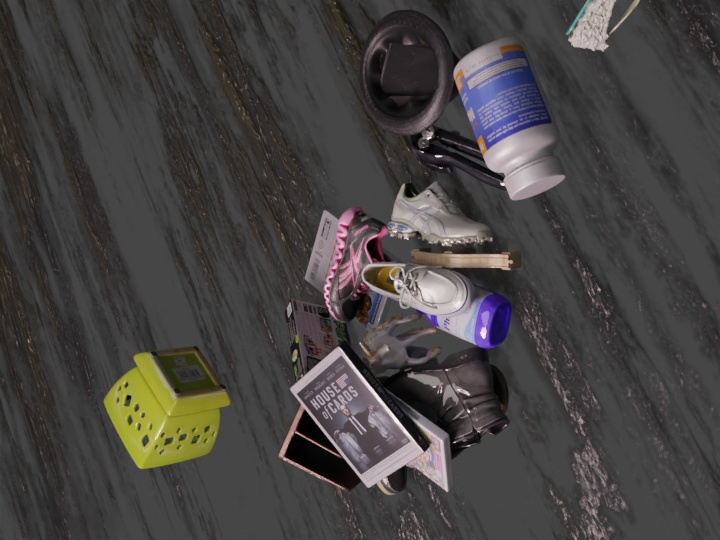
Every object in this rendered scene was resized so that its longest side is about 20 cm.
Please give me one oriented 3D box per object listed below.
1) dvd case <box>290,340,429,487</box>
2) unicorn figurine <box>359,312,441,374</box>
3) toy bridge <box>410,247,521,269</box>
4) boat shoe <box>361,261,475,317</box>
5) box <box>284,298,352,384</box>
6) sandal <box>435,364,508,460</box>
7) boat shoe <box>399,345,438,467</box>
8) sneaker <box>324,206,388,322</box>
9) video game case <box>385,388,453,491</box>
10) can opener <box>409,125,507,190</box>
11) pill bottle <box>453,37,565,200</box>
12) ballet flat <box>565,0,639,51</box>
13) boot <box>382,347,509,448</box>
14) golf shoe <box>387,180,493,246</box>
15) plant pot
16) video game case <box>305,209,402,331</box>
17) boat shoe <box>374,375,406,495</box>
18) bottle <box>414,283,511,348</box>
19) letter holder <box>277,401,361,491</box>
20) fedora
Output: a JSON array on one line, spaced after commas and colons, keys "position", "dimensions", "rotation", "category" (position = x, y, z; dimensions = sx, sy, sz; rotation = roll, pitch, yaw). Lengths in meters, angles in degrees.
[{"position": [-0.005, 0.221, 1.243], "dimensions": [0.201, 0.025, 0.150], "rotation": [50, 131, 2], "category": "dvd case"}, {"position": [0.053, 0.121, 1.293], "dimensions": [0.200, 0.135, 0.075], "rotation": [170, 81, -79], "category": "unicorn figurine"}, {"position": [0.153, -0.018, 1.256], "dimensions": [0.198, 0.066, 0.028], "rotation": [4, 98, 45], "category": "toy bridge"}, {"position": [0.076, 0.019, 1.238], "dimensions": [0.200, 0.085, 0.076], "rotation": [18, 94, 45], "category": "boat shoe"}, {"position": [-0.067, 0.138, 1.415], "dimensions": [0.035, 0.108, 0.202], "rotation": [-59, 29, 32], "category": "box"}, {"position": [0.158, 0.234, 1.284], "dimensions": [0.200, 0.054, 0.082], "rotation": [-48, 67, 24], "category": "sandal"}, {"position": [0.094, 0.224, 1.363], "dimensions": [0.062, 0.071, 0.205], "rotation": [-158, 72, -65], "category": "boat shoe"}, {"position": [0.000, 0.000, 1.370], "dimensions": [0.094, 0.079, 0.204], "rotation": [20, 112, 28], "category": "sneaker"}, {"position": [0.062, 0.247, 1.274], "dimensions": [0.199, 0.018, 0.145], "rotation": [32, 148, 34], "category": "video game case"}, {"position": [0.156, -0.176, 1.240], "dimensions": [0.198, 0.078, 0.064], "rotation": [23, 89, 34], "category": "can opener"}, {"position": [0.211, -0.207, 1.136], "dimensions": [0.111, 0.111, 0.204], "rotation": [-28, 76, 43], "category": "pill bottle"}, {"position": [0.334, -0.372, 1.035], "dimensions": [0.072, 0.071, 0.202], "rotation": [46, 127, 30], "category": "ballet flat"}, {"position": [0.120, 0.209, 1.241], "dimensions": [0.198, 0.069, 0.134], "rotation": [-25, 62, 27], "category": "boot"}, {"position": [0.123, -0.090, 1.274], "dimensions": [0.198, 0.077, 0.099], "rotation": [13, 100, 42], "category": "golf shoe"}, {"position": [-0.413, 0.285, 1.788], "dimensions": [0.200, 0.198, 0.183], "rotation": [49, 119, 29], "category": "plant pot"}, {"position": [-0.016, 0.001, 1.453], "dimensions": [0.199, 0.018, 0.146], "rotation": [37, 120, 36], "category": "video game case"}, {"position": [0.049, 0.282, 1.403], "dimensions": [0.066, 0.071, 0.205], "rotation": [-20, 77, 49], "category": "boat shoe"}, {"position": [0.141, 0.052, 1.279], "dimensions": [0.198, 0.065, 0.085], "rotation": [24, 113, 41], "category": "bottle"}, {"position": [-0.036, 0.280, 1.402], "dimensions": [0.140, 0.200, 0.102], "rotation": [26, 98, 8], "category": "letter holder"}, {"position": [0.089, -0.302, 1.261], "dimensions": [0.198, 0.090, 0.205], "rotation": [8, 101, 47], "category": "fedora"}]
